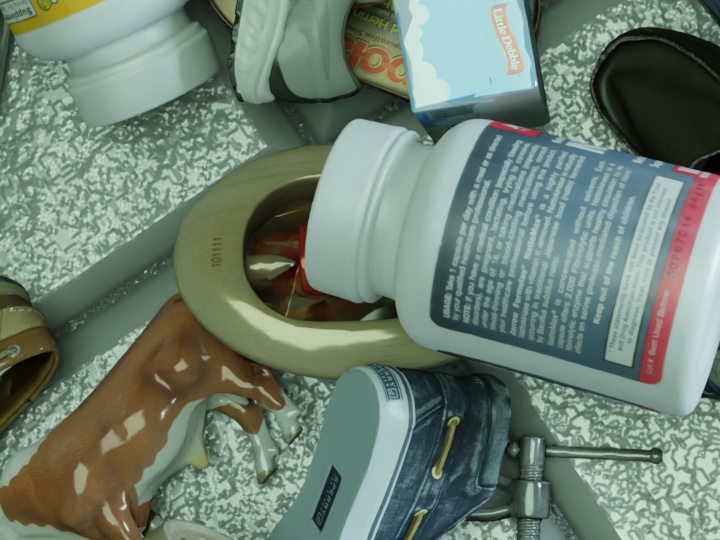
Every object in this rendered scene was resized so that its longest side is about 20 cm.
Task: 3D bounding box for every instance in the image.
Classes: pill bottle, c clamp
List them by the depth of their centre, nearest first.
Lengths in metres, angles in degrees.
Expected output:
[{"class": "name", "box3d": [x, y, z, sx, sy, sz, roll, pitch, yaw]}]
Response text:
[{"class": "pill bottle", "box3d": [0.081, -0.010, 1.022, 0.200, 0.120, 0.120, 15, 87, 14]}, {"class": "c clamp", "box3d": [0.066, 0.183, 1.130, 0.171, 0.027, 0.200, 8, 86, 10]}, {"class": "pill bottle", "box3d": [-0.155, -0.185, 1.136, 0.113, 0.113, 0.200, -22, 104, 6]}]

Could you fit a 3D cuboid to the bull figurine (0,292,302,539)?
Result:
[{"class": "bull figurine", "box3d": [-0.125, 0.107, 1.150, 0.121, 0.065, 0.200, 40, 94, 7]}]

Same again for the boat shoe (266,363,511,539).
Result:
[{"class": "boat shoe", "box3d": [0.012, 0.138, 1.105, 0.071, 0.091, 0.200, 56, 133, 45]}]

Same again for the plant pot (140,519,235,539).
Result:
[{"class": "plant pot", "box3d": [-0.113, 0.235, 1.061, 0.187, 0.187, 0.200, 33, 97, 10]}]

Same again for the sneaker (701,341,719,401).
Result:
[{"class": "sneaker", "box3d": [0.206, 0.033, 1.107, 0.200, 0.077, 0.085, 41, 82, 3]}]

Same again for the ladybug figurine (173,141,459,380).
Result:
[{"class": "ladybug figurine", "box3d": [0.000, 0.000, 1.125, 0.200, 0.072, 0.136, 2, 69, 1]}]

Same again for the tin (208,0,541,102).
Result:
[{"class": "tin", "box3d": [0.006, -0.160, 1.168, 0.200, 0.042, 0.112, 22, 85, 10]}]

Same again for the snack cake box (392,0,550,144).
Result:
[{"class": "snack cake box", "box3d": [0.048, -0.175, 1.086, 0.067, 0.115, 0.200, -10, 83, 8]}]

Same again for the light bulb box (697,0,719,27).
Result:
[{"class": "light bulb box", "box3d": [0.225, -0.180, 1.051, 0.125, 0.200, 0.198, -39, 80, 5]}]

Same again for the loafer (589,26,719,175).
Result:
[{"class": "loafer", "box3d": [0.189, -0.063, 1.084, 0.200, 0.071, 0.073, 44, 117, 31]}]

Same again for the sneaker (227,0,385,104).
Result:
[{"class": "sneaker", "box3d": [-0.021, -0.186, 1.126, 0.079, 0.074, 0.200, 8, 92, 1]}]

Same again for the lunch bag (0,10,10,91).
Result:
[{"class": "lunch bag", "box3d": [-0.299, -0.082, 1.170, 0.164, 0.118, 0.200, 8, 92, 10]}]

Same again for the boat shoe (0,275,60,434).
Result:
[{"class": "boat shoe", "box3d": [-0.245, 0.095, 1.154, 0.074, 0.076, 0.200, 40, 92, 33]}]
